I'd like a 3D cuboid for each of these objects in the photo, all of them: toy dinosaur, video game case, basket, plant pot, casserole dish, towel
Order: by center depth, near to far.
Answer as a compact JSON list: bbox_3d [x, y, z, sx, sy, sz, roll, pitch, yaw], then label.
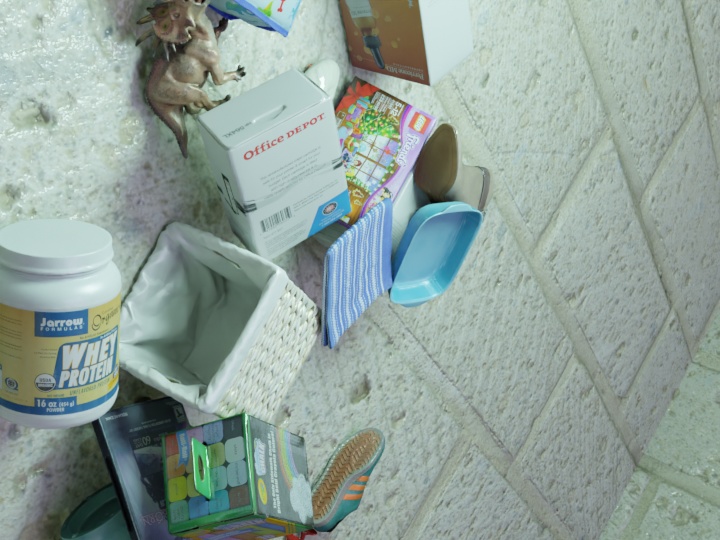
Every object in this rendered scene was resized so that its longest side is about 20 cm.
[{"bbox_3d":[-0.214,-0.239,1.198,0.135,0.086,0.201,3,118,-45],"label":"toy dinosaur"},{"bbox_3d":[-0.248,0.262,1.278,0.143,0.019,0.201,-7,71,-56],"label":"video game case"},{"bbox_3d":[-0.182,0.075,1.305,0.201,0.198,0.161,-62,148,-9],"label":"basket"},{"bbox_3d":[-0.302,0.355,1.320,0.200,0.200,0.135,-42,110,-32],"label":"plant pot"},{"bbox_3d":[0.000,0.000,1.372,0.200,0.024,0.146,-45,143,-54],"label":"towel"},{"bbox_3d":[0.101,-0.030,1.491,0.121,0.039,0.201,-8,138,-33],"label":"casserole dish"}]

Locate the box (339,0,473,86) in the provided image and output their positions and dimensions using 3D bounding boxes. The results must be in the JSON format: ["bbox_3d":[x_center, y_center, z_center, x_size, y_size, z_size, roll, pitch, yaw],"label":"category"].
[{"bbox_3d":[0.058,-0.379,1.411,0.106,0.152,0.201,-42,137,-32],"label":"box"}]

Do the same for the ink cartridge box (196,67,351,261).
[{"bbox_3d":[-0.102,-0.128,1.265,0.146,0.084,0.201,-31,141,-18],"label":"ink cartridge box"}]

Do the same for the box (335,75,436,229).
[{"bbox_3d":[0.005,-0.161,1.471,0.201,0.136,0.039,-62,176,-9],"label":"box"}]

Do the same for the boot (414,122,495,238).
[{"bbox_3d":[0.148,-0.133,1.519,0.146,0.070,0.201,-18,133,-44],"label":"boot"}]

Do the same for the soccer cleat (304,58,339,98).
[{"bbox_3d":[-0.075,-0.201,1.396,0.201,0.077,0.069,-58,143,-15],"label":"soccer cleat"}]

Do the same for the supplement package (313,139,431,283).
[{"bbox_3d":[0.038,-0.100,1.559,0.201,0.119,0.121,-61,145,-10],"label":"supplement package"}]

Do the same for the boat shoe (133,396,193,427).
[{"bbox_3d":[-0.245,0.249,1.413,0.075,0.075,0.202,-58,143,-13],"label":"boat shoe"}]

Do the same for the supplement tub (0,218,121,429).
[{"bbox_3d":[-0.339,0.057,1.129,0.144,0.144,0.201,-18,122,-47],"label":"supplement tub"}]

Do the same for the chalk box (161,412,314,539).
[{"bbox_3d":[-0.159,0.254,1.237,0.200,0.123,0.125,38,39,-57],"label":"chalk box"}]

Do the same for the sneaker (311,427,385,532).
[{"bbox_3d":[-0.022,0.366,1.778,0.200,0.071,0.080,-51,146,-15],"label":"sneaker"}]

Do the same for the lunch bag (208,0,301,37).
[{"bbox_3d":[-0.140,-0.388,1.172,0.200,0.127,0.171,19,93,-64],"label":"lunch bag"}]

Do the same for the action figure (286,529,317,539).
[{"bbox_3d":[-0.097,0.551,1.753,0.065,0.099,0.201,-11,119,-48],"label":"action figure"}]
